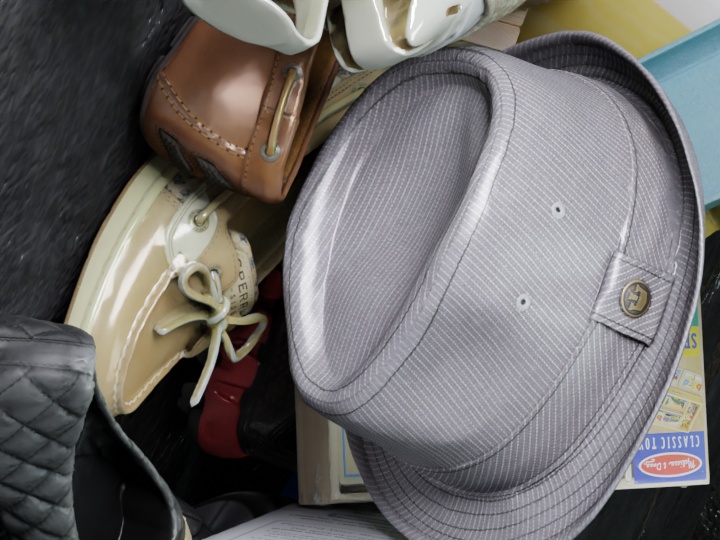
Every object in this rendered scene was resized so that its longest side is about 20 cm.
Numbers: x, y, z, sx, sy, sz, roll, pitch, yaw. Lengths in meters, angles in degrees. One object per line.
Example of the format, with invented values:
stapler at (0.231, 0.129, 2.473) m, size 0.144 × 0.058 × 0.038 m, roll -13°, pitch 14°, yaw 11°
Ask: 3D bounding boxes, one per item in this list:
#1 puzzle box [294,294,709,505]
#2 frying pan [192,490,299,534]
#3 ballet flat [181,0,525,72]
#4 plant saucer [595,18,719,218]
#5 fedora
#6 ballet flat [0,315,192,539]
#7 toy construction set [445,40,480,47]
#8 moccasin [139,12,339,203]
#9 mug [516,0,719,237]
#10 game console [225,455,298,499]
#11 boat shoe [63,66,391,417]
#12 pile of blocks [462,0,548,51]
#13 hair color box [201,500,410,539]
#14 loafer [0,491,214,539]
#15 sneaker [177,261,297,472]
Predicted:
puzzle box at (0.060, 0.028, 1.147) m, size 0.199 × 0.025 × 0.134 m, roll -1°, pitch 87°, yaw -34°
frying pan at (-0.098, 0.156, 1.193) m, size 0.190 × 0.031 × 0.115 m, roll -32°, pitch -151°, yaw 12°
ballet flat at (-0.013, -0.094, 0.893) m, size 0.200 × 0.067 × 0.063 m, roll 12°, pitch 63°, yaw -44°
plant saucer at (0.089, -0.035, 1.033) m, size 0.019 × 0.200 × 0.070 m, roll 20°, pitch 56°, yaw -41°
fedora at (0.033, 0.000, 0.995) m, size 0.090 × 0.177 × 0.201 m, roll 21°, pitch 96°, yaw -41°
ballet flat at (-0.092, 0.079, 0.972) m, size 0.200 × 0.057 × 0.067 m, roll 62°, pitch 34°, yaw -59°
toy construction set at (0.083, -0.138, 1.195) m, size 0.092 × 0.131 × 0.201 m, roll -10°, pitch 127°, yaw -39°
moccasin at (-0.002, -0.116, 1.001) m, size 0.202 × 0.078 × 0.074 m, roll -59°, pitch 165°, yaw -21°
mug at (0.150, -0.064, 1.091) m, size 0.149 × 0.153 × 0.187 m, roll 13°, pitch 110°, yaw -34°
game console at (0.012, 0.097, 1.284) m, size 0.200 × 0.118 × 0.171 m, roll -59°, pitch 170°, yaw 24°
boat shoe at (-0.046, -0.020, 1.037) m, size 0.200 × 0.063 × 0.073 m, roll -57°, pitch 165°, yaw -26°
pile of blocks at (0.069, -0.138, 1.027) m, size 0.200 × 0.062 × 0.082 m, roll 146°, pitch -43°, yaw -72°
hair color box at (0.004, 0.129, 1.072) m, size 0.200 × 0.099 × 0.061 m, roll -13°, pitch 108°, yaw -68°
loafer at (-0.106, 0.133, 1.063) m, size 0.200 × 0.072 × 0.073 m, roll -38°, pitch 151°, yaw -60°
sneaker at (0.000, 0.000, 1.175) m, size 0.201 × 0.098 × 0.071 m, roll -69°, pitch 164°, yaw 11°
